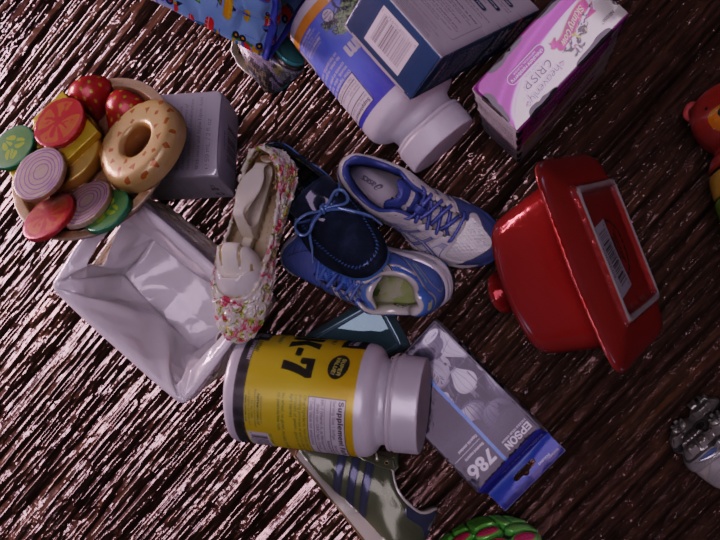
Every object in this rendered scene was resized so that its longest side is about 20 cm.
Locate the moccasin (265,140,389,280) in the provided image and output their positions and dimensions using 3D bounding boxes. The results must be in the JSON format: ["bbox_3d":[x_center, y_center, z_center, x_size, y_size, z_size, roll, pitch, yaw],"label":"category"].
[{"bbox_3d":[-0.050,-0.064,0.852,0.080,0.068,0.199,-44,56,-8],"label":"moccasin"}]

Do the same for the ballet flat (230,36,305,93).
[{"bbox_3d":[-0.135,-0.280,0.907,0.071,0.072,0.202,-33,76,9],"label":"ballet flat"}]

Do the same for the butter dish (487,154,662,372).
[{"bbox_3d":[0.194,0.002,0.810,0.146,0.198,0.203,-23,86,33],"label":"butter dish"}]

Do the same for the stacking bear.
[{"bbox_3d":[0.390,-0.093,0.793,0.121,0.113,0.203,-31,73,33],"label":"stacking bear"}]

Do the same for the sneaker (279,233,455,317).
[{"bbox_3d":[0.000,0.000,0.868,0.196,0.077,0.077,12,112,18],"label":"sneaker"}]

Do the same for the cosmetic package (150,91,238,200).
[{"bbox_3d":[-0.240,-0.137,0.915,0.196,0.074,0.104,-2,75,8],"label":"cosmetic package"}]

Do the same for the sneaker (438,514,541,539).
[{"bbox_3d":[0.110,0.333,0.871,0.198,0.077,0.084,-34,102,12],"label":"sneaker"}]

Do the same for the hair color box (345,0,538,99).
[{"bbox_3d":[0.085,-0.251,0.805,0.100,0.199,0.061,49,137,6],"label":"hair color box"}]

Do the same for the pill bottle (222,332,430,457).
[{"bbox_3d":[-0.031,0.128,0.833,0.196,0.114,0.117,4,91,13],"label":"pill bottle"}]

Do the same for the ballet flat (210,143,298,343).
[{"bbox_3d":[-0.112,-0.033,0.797,0.074,0.064,0.204,5,74,18],"label":"ballet flat"}]

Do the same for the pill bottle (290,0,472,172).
[{"bbox_3d":[0.026,-0.207,0.855,0.112,0.112,0.201,-40,84,8],"label":"pill bottle"}]

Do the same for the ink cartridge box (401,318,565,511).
[{"bbox_3d":[0.119,0.158,0.878,0.200,0.039,0.100,44,97,7],"label":"ink cartridge box"}]

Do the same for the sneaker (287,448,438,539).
[{"bbox_3d":[0.002,0.223,0.891,0.090,0.067,0.201,-41,79,-6],"label":"sneaker"}]

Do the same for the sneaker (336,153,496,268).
[{"bbox_3d":[0.059,-0.061,0.863,0.197,0.088,0.076,26,93,8],"label":"sneaker"}]

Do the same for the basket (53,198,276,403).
[{"bbox_3d":[-0.206,0.026,0.892,0.199,0.123,0.136,39,96,9],"label":"basket"}]

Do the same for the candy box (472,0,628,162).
[{"bbox_3d":[0.178,-0.185,0.782,0.061,0.200,0.137,44,98,7],"label":"candy box"}]

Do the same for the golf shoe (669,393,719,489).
[{"bbox_3d":[0.412,0.139,0.818,0.097,0.078,0.200,44,103,-10],"label":"golf shoe"}]

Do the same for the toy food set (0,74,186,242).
[{"bbox_3d":[-0.281,-0.118,0.839,0.198,0.049,0.200,-45,61,-6],"label":"toy food set"}]

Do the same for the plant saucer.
[{"bbox_3d":[-0.044,0.103,0.917,0.198,0.019,0.071,-30,86,8],"label":"plant saucer"}]

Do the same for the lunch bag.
[{"bbox_3d":[-0.113,-0.343,0.859,0.149,0.095,0.202,27,54,2],"label":"lunch bag"}]
